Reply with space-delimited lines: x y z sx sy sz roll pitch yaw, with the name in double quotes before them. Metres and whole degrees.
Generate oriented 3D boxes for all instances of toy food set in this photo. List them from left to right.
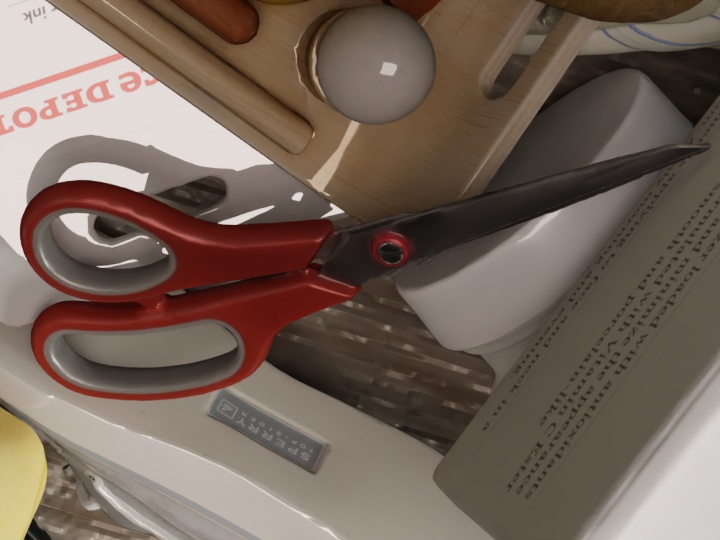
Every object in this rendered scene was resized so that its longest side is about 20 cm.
"toy food set" -0.020 -0.115 0.733 0.200 0.060 0.144 35 87 -20

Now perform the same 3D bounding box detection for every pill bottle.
"pill bottle" 0.111 0.044 0.820 0.116 0.116 0.200 -41 103 8

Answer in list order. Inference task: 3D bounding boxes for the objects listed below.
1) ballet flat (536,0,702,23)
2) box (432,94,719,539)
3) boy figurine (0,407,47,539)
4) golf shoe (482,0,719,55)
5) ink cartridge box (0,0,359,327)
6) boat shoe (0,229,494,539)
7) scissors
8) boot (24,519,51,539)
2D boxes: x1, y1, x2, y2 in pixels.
"ballet flat" 0.016 -0.122 0.680 0.068 0.072 0.200 -42 108 15
"box" 0.162 0.043 0.703 0.200 0.131 0.199 38 89 -13
"boy figurine" -0.189 0.060 0.811 0.200 0.124 0.064 8 69 4
"golf shoe" 0.123 -0.080 0.810 0.200 0.078 0.097 -8 137 16
"ink cartridge box" -0.083 -0.098 0.796 0.116 0.068 0.200 -18 104 1
"boat shoe" -0.055 0.052 0.841 0.200 0.072 0.069 27 132 -3
"scissors" 0.000 0.000 0.753 0.200 0.014 0.073 -5 123 15
"boot" -0.102 0.171 0.818 0.073 0.162 0.198 -19 105 1
